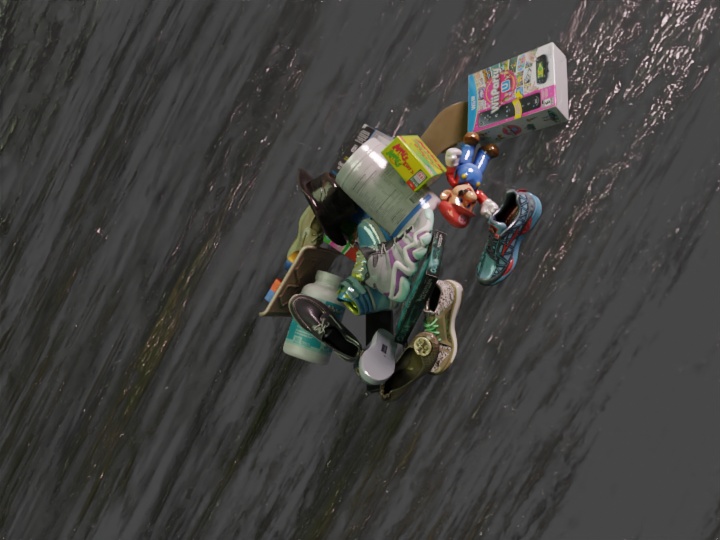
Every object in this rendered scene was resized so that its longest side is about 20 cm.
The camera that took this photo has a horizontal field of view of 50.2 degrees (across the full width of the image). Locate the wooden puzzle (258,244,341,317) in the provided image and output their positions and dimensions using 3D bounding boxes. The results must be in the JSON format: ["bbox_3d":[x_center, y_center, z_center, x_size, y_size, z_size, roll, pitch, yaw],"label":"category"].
[{"bbox_3d":[-0.143,0.021,1.763,0.046,0.185,0.201,39,100,19],"label":"wooden puzzle"}]

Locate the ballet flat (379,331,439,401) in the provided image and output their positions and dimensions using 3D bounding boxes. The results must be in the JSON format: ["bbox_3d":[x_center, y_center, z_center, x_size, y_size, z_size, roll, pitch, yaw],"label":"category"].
[{"bbox_3d":[0.090,0.196,1.526,0.068,0.046,0.200,55,130,24],"label":"ballet flat"}]

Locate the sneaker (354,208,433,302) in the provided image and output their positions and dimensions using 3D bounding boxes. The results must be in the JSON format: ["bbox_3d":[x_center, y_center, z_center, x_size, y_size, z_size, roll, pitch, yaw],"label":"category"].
[{"bbox_3d":[0.057,-0.046,1.523,0.078,0.139,0.202,-78,9,-75],"label":"sneaker"}]

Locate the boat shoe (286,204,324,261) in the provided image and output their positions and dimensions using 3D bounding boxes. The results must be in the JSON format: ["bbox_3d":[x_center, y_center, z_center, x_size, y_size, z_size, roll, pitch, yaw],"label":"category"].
[{"bbox_3d":[-0.114,-0.082,1.843,0.065,0.072,0.201,46,123,30],"label":"boat shoe"}]

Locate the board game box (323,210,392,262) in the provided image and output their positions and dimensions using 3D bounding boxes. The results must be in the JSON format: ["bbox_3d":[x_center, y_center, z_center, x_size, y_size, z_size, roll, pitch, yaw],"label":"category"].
[{"bbox_3d":[0.017,-0.091,1.760,0.200,0.040,0.154,33,97,44],"label":"board game box"}]

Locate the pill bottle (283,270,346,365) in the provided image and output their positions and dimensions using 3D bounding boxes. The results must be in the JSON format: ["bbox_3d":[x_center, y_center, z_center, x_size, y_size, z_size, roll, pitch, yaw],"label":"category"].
[{"bbox_3d":[-0.096,0.105,1.738,0.110,0.110,0.202,12,82,44],"label":"pill bottle"}]

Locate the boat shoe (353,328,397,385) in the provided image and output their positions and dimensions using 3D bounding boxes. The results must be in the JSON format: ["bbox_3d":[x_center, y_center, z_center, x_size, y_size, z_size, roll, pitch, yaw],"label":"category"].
[{"bbox_3d":[0.023,0.198,1.545,0.071,0.200,0.091,34,112,0],"label":"boat shoe"}]

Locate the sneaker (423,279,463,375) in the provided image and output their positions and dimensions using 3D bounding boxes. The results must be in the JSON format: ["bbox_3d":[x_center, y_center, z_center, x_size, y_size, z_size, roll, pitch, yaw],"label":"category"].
[{"bbox_3d":[0.146,0.107,1.533,0.076,0.088,0.202,-4,72,41],"label":"sneaker"}]

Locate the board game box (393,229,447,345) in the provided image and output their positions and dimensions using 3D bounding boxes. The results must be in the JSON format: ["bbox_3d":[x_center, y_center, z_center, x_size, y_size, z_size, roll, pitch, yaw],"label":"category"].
[{"bbox_3d":[0.118,0.035,1.525,0.136,0.028,0.201,-73,4,-48],"label":"board game box"}]

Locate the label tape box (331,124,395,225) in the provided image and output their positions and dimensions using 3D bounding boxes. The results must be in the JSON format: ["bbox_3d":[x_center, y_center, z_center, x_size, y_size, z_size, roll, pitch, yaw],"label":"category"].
[{"bbox_3d":[0.008,-0.217,1.750,0.201,0.063,0.144,-54,45,0],"label":"label tape box"}]

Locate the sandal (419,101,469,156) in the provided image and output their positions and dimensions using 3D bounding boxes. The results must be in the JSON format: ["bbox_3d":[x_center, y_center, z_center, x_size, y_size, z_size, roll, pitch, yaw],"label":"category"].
[{"bbox_3d":[0.168,-0.286,1.678,0.212,0.078,0.070,-45,8,-4],"label":"sandal"}]

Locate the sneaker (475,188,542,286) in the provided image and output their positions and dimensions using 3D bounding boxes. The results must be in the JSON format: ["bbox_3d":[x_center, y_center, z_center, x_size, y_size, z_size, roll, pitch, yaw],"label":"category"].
[{"bbox_3d":[0.267,-0.069,1.486,0.079,0.095,0.201,29,94,45],"label":"sneaker"}]

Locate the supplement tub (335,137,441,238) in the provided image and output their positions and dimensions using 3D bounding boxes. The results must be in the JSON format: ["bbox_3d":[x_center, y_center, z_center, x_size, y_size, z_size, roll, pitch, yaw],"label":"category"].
[{"bbox_3d":[0.059,-0.164,1.611,0.200,0.132,0.132,44,107,6],"label":"supplement tub"}]

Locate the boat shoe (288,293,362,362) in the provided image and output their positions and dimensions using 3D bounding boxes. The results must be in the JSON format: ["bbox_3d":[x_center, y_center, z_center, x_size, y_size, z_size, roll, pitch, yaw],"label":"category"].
[{"bbox_3d":[-0.070,0.123,1.655,0.073,0.200,0.063,-48,10,-11],"label":"boat shoe"}]

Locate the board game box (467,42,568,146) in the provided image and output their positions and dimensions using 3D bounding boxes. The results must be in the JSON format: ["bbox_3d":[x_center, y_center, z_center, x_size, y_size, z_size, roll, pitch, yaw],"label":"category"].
[{"bbox_3d":[0.320,-0.356,1.573,0.199,0.064,0.149,-14,64,39],"label":"board game box"}]

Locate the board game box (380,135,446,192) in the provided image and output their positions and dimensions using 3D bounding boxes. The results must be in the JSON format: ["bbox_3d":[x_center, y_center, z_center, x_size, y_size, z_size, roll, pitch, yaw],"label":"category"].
[{"bbox_3d":[0.111,-0.216,1.531,0.048,0.200,0.102,-41,88,18],"label":"board game box"}]

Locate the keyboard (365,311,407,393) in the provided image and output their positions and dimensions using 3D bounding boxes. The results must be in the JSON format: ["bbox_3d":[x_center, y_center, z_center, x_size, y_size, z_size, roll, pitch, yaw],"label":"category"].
[{"bbox_3d":[0.061,0.155,1.641,0.126,0.021,0.202,-19,63,40],"label":"keyboard"}]

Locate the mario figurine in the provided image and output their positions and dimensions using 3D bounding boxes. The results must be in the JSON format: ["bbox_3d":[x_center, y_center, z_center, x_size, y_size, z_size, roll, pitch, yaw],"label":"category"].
[{"bbox_3d":[0.226,-0.179,1.550,0.122,0.106,0.202,13,71,17],"label":"mario figurine"}]

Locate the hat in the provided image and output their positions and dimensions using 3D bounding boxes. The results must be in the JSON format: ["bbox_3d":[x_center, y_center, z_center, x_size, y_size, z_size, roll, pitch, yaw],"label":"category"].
[{"bbox_3d":[-0.060,-0.158,1.711,0.080,0.201,0.202,-29,54,11],"label":"hat"}]

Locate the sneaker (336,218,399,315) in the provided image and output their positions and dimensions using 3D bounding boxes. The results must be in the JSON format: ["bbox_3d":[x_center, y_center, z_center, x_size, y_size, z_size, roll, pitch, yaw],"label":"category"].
[{"bbox_3d":[0.000,0.000,1.601,0.079,0.129,0.202,-12,94,67],"label":"sneaker"}]
